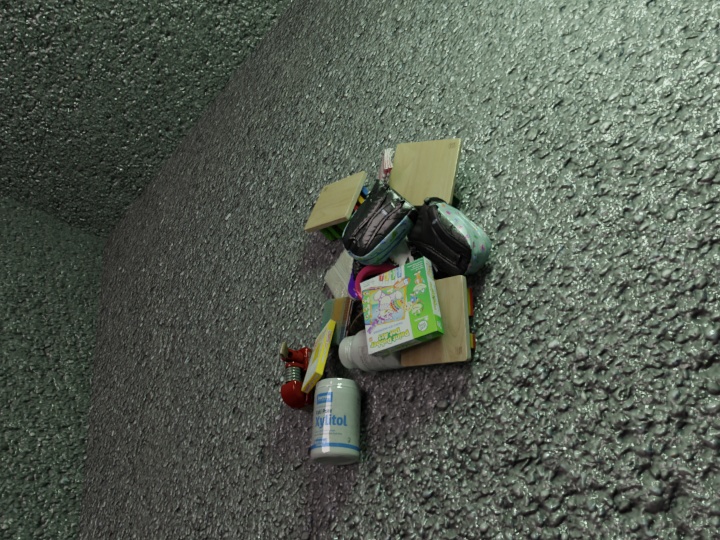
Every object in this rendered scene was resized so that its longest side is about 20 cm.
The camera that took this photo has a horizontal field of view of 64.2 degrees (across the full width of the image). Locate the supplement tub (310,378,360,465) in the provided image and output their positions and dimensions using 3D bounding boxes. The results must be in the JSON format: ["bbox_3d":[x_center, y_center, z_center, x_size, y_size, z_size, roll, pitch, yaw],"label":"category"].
[{"bbox_3d":[-0.064,0.405,1.533,0.131,0.131,0.203,-24,53,37],"label":"supplement tub"}]

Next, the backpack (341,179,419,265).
[{"bbox_3d":[0.044,-0.109,1.533,0.200,0.154,0.163,-46,62,-8],"label":"backpack"}]

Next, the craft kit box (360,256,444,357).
[{"bbox_3d":[0.098,0.093,1.429,0.198,0.048,0.201,-24,61,27],"label":"craft kit box"}]

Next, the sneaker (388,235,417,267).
[{"bbox_3d":[0.114,-0.030,1.568,0.079,0.074,0.202,-25,44,8],"label":"sneaker"}]

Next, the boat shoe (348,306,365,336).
[{"bbox_3d":[0.041,0.115,1.642,0.201,0.075,0.074,-51,10,10],"label":"boat shoe"}]

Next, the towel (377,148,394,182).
[{"bbox_3d":[0.063,-0.238,1.668,0.147,0.029,0.202,-84,7,-57],"label":"towel"}]

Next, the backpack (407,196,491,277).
[{"bbox_3d":[0.230,-0.076,1.452,0.200,0.125,0.169,44,135,31],"label":"backpack"}]

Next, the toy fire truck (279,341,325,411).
[{"bbox_3d":[-0.192,0.298,1.680,0.128,0.199,0.179,-27,50,35],"label":"toy fire truck"}]

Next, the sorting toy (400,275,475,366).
[{"bbox_3d":[0.194,0.132,1.433,0.197,0.069,0.204,-14,72,41],"label":"sorting toy"}]

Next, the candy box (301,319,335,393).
[{"bbox_3d":[-0.118,0.243,1.641,0.103,0.026,0.202,-57,13,40],"label":"candy box"}]

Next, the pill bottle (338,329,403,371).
[{"bbox_3d":[0.040,0.212,1.543,0.198,0.114,0.116,-15,57,42],"label":"pill bottle"}]

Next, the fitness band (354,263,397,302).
[{"bbox_3d":[0.081,0.052,1.559,0.197,0.038,0.145,15,60,10],"label":"fitness band"}]

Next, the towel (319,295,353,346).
[{"bbox_3d":[-0.072,0.154,1.717,0.199,0.021,0.149,-17,61,64],"label":"towel"}]

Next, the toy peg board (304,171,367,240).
[{"bbox_3d":[-0.060,-0.202,1.920,0.198,0.098,0.201,-13,45,42],"label":"toy peg board"}]

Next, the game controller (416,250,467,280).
[{"bbox_3d":[0.212,-0.010,1.549,0.104,0.042,0.201,-35,45,10],"label":"game controller"}]

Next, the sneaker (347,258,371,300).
[{"bbox_3d":[-0.001,0.000,1.659,0.068,0.101,0.201,2,35,3],"label":"sneaker"}]

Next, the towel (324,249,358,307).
[{"bbox_3d":[-0.044,0.031,1.804,0.133,0.034,0.200,-51,40,12],"label":"towel"}]

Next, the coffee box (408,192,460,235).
[{"bbox_3d":[0.186,-0.175,1.660,0.200,0.044,0.124,-46,41,19],"label":"coffee box"}]

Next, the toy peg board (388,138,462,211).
[{"bbox_3d":[0.190,-0.250,1.611,0.196,0.098,0.203,2,70,31],"label":"toy peg board"}]
